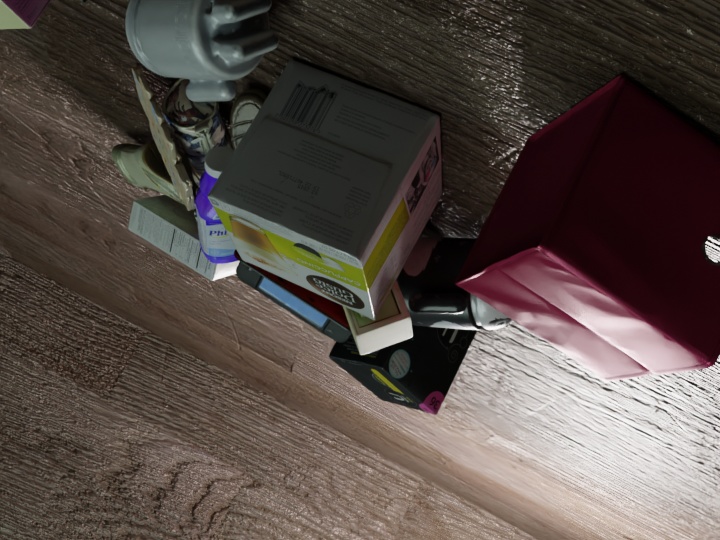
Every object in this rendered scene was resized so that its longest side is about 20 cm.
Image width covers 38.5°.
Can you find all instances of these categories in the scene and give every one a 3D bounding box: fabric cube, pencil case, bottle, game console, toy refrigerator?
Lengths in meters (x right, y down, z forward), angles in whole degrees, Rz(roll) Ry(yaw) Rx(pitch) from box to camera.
[{"bbox_3d":[0.248,-0.031,1.007,0.199,0.197,0.200,33,162,-9],"label":"fabric cube"},{"bbox_3d":[-0.219,-0.183,1.453,0.077,0.090,0.200,-11,156,1],"label":"pencil case"},{"bbox_3d":[-0.192,-0.092,1.464,0.201,0.083,0.066,97,155,-54],"label":"bottle"},{"bbox_3d":[-0.094,0.041,1.450,0.199,0.119,0.173,33,139,-1],"label":"game console"},{"bbox_3d":[0.000,0.000,1.350,0.075,0.201,0.070,-18,152,-4],"label":"toy refrigerator"}]

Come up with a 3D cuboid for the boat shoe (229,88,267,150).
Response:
[{"bbox_3d":[-0.127,-0.166,1.393,0.071,0.076,0.201,8,134,16],"label":"boat shoe"}]

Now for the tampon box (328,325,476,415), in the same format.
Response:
[{"bbox_3d":[0.077,0.091,1.582,0.126,0.201,0.150,7,154,48],"label":"tampon box"}]

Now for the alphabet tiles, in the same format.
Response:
[{"bbox_3d":[-0.278,-0.187,1.460,0.196,0.015,0.201,105,141,-71],"label":"alphabet tiles"}]

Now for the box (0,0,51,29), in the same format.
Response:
[{"bbox_3d":[-0.494,-0.398,1.265,0.175,0.097,0.200,11,156,44],"label":"box"}]

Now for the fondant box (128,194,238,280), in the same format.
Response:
[{"bbox_3d":[-0.269,-0.063,1.736,0.199,0.059,0.144,30,-153,25],"label":"fondant box"}]

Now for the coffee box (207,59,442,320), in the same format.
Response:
[{"bbox_3d":[-0.032,-0.092,1.243,0.198,0.201,0.198,24,162,15],"label":"coffee box"}]

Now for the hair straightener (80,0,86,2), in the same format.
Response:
[{"bbox_3d":[-0.292,-0.342,1.208,0.077,0.041,0.200,35,161,-20],"label":"hair straightener"}]

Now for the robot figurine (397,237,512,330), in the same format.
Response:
[{"bbox_3d":[0.126,0.020,1.402,0.198,0.151,0.125,2,146,25],"label":"robot figurine"}]

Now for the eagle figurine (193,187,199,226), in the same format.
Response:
[{"bbox_3d":[-0.154,-0.073,1.607,0.151,0.152,0.200,42,175,27],"label":"eagle figurine"}]

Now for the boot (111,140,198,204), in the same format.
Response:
[{"bbox_3d":[-0.309,-0.148,1.716,0.200,0.072,0.154,38,163,-34],"label":"boot"}]

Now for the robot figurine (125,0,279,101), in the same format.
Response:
[{"bbox_3d":[-0.179,-0.268,1.126,0.199,0.113,0.171,11,117,42],"label":"robot figurine"}]
